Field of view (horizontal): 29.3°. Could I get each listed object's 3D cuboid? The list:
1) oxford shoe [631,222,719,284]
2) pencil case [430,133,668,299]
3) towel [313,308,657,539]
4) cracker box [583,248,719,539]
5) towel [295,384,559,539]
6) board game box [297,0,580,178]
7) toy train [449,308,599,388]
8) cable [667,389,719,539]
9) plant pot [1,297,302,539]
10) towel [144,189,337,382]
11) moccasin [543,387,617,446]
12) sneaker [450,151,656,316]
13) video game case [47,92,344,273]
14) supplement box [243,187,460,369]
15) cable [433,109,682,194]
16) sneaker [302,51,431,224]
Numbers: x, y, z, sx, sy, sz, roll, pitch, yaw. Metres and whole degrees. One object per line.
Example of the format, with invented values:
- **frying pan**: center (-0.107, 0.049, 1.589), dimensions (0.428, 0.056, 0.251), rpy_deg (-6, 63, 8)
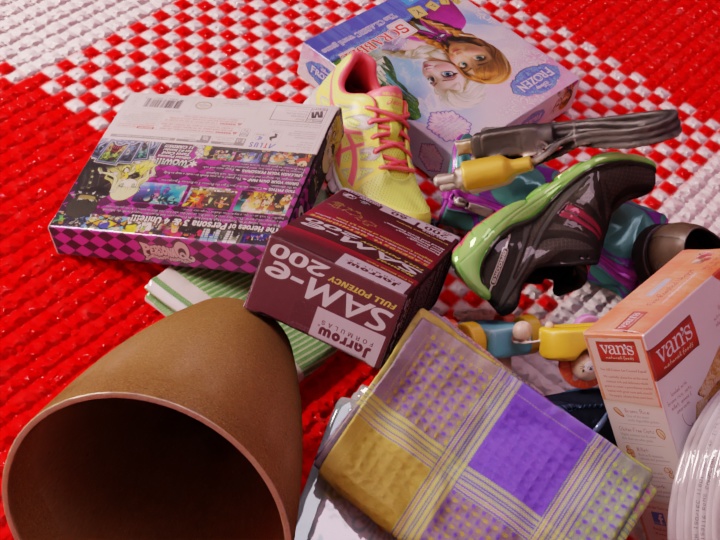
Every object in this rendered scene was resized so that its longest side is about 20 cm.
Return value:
- **oxford shoe**: center (0.301, 0.045, 1.094), dimensions (0.200, 0.084, 0.073), rpy_deg (46, 73, -9)
- **pencil case**: center (0.162, -0.043, 1.176), dimensions (0.198, 0.086, 0.093), rpy_deg (22, 30, 8)
- **towel**: center (0.081, 0.131, 0.901), dimensions (0.199, 0.023, 0.144), rpy_deg (37, 67, 11)
- **cracker box**: center (0.243, 0.103, 0.985), dimensions (0.133, 0.202, 0.057), rpy_deg (-33, 21, -37)
- **towel**: center (0.035, 0.191, 0.906), dimensions (0.169, 0.048, 0.202), rpy_deg (19, 66, 7)
- **board game box**: center (0.077, -0.187, 1.325), dimensions (0.199, 0.041, 0.199), rpy_deg (39, 50, 22)
- **toy train**: center (0.158, 0.060, 1.059), dimensions (0.197, 0.057, 0.150), rpy_deg (-2, 4, 20)
- **cable**: center (0.289, 0.164, 0.943), dimensions (0.199, 0.069, 0.202), rpy_deg (31, 70, -35)
- **plant pot**: center (-0.111, 0.105, 0.914), dimensions (0.184, 0.188, 0.201), rpy_deg (17, 31, 3)
- **towel**: center (-0.058, 0.008, 1.117), dimensions (0.152, 0.024, 0.200), rpy_deg (34, 46, 17)
- **moccasin**: center (0.135, 0.133, 1.003), dimensions (0.197, 0.082, 0.068), rpy_deg (-7, 12, -6)
- **sneaker**: center (0.159, -0.028, 1.082), dimensions (0.199, 0.077, 0.084), rpy_deg (-31, 85, -23)
- **video game case**: center (-0.130, -0.076, 1.129), dimensions (0.197, 0.036, 0.183), rpy_deg (5, 44, 15)
- **supplement box**: center (0.000, 0.000, 1.023), dimensions (0.108, 0.062, 0.200), rpy_deg (23, 18, 8)
- **cable**: center (0.158, -0.094, 1.087), dimensions (0.197, 0.051, 0.097), rpy_deg (-4, 13, 22)
- **sneaker**: center (0.012, -0.113, 1.190), dimensions (0.077, 0.091, 0.201), rpy_deg (5, 43, -40)
